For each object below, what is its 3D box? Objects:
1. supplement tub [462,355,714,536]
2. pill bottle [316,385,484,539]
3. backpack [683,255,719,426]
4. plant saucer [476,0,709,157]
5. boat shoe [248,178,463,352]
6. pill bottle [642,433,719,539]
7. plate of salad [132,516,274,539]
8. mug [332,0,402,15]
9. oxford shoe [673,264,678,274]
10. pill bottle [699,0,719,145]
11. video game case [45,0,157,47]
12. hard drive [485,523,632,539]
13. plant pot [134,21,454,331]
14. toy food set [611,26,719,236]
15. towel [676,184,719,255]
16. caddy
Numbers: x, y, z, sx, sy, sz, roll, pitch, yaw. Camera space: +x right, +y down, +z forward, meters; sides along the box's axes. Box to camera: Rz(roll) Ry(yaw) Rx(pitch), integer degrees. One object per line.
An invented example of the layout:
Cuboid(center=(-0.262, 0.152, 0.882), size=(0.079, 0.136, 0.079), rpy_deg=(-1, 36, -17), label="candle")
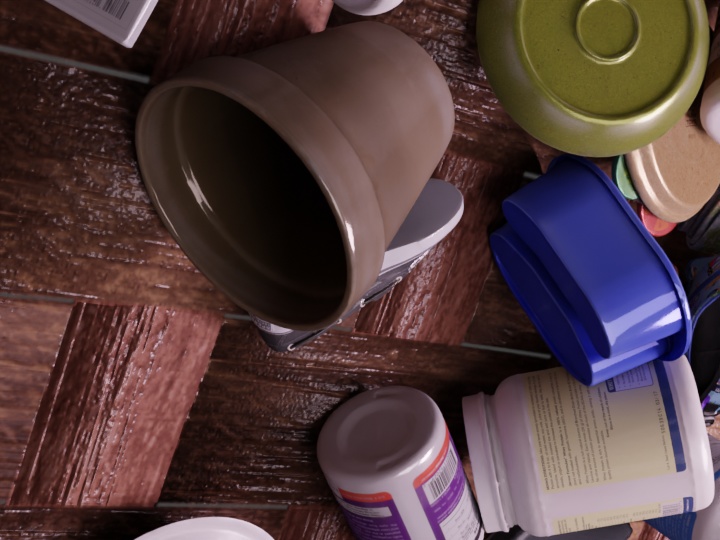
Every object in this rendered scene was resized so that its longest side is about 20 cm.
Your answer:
Cuboid(center=(0.199, 0.154, 1.270), size=(0.200, 0.145, 0.145), rpy_deg=(-11, 124, 6), label="supplement tub")
Cuboid(center=(0.043, 0.205, 1.251), size=(0.111, 0.111, 0.200), rpy_deg=(-35, 129, -17), label="pill bottle")
Cuboid(center=(0.383, 0.042, 1.349), size=(0.182, 0.135, 0.200), rpy_deg=(-4, 140, 8), label="backpack")
Cuboid(center=(0.192, -0.192, 1.148), size=(0.200, 0.031, 0.200), rpy_deg=(0, 89, -12), label="plant saucer")
Cuboid(center=(0.000, 0.000, 1.152), size=(0.200, 0.070, 0.066), rpy_deg=(-37, 146, -20), label="boat shoe")
Cuboid(center=(0.345, 0.226, 1.425), size=(0.112, 0.200, 0.112), rpy_deg=(-16, 121, -29), label="pill bottle")
Cuboid(center=(-0.155, 0.276, 1.183), size=(0.200, 0.048, 0.200), rpy_deg=(-15, 127, -21), label="plate of salad")
Cuboid(center=(0.002, -0.266, 0.937), size=(0.147, 0.175, 0.200), rpy_deg=(-16, 124, -34), label="mug")
Cuboid(center=(0.217, 0.066, 1.356), size=(0.075, 0.070, 0.200), rpy_deg=(26, 100, -12), label="oxford shoe")
Cuboid(center=(0.363, -0.205, 1.240), size=(0.114, 0.114, 0.200), rpy_deg=(40, 56, -42), label="pill bottle")
Cuboid(center=(-0.153, -0.257, 0.875), size=(0.200, 0.143, 0.018), rpy_deg=(-60, 175, 4), label="video game case")
Cuboid(center=(0.180, 0.292, 1.447), size=(0.200, 0.033, 0.140), rpy_deg=(-44, 130, -11), label="hard drive")
Cuboid(center=(-0.030, -0.087, 1.020), size=(0.174, 0.200, 0.200), rpy_deg=(-42, 132, -34), label="plant pot")
Cuboid(center=(0.265, -0.134, 1.249), size=(0.200, 0.049, 0.198), rpy_deg=(-34, 117, -46), label="toy food set")
Cuboid(center=(0.419, -0.073, 1.352), size=(0.200, 0.048, 0.171), rpy_deg=(6, 144, -15), label="towel")
Cuboid(center=(0.199, -0.002, 1.214), size=(0.105, 0.200, 0.141), rpy_deg=(-27, 161, -15), label="caddy")
